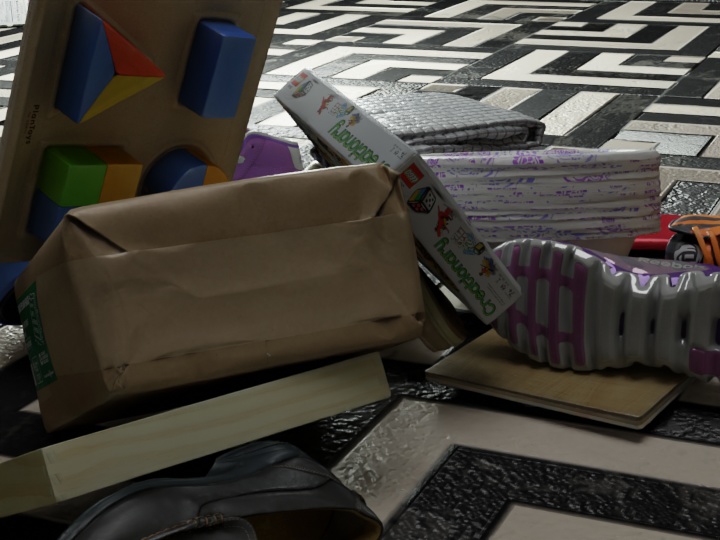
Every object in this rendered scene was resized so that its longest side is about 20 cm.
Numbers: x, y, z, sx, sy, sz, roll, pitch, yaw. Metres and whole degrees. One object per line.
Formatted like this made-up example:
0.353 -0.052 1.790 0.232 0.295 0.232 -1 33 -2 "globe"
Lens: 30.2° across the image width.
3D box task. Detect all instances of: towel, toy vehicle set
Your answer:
0.063 -0.121 1.345 0.200 0.086 0.166 -10 21 -28 "towel"
-0.097 0.089 0.716 0.200 0.027 0.124 -14 -6 -36 "toy vehicle set"

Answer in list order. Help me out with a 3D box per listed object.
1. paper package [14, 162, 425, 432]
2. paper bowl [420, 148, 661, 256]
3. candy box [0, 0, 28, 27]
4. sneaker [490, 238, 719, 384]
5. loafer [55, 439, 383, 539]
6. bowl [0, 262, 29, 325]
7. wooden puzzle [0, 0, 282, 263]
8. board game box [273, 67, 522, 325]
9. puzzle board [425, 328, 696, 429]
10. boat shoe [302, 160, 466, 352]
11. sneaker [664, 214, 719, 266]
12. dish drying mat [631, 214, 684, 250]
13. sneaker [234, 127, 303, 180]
-0.090 0.019 0.772 0.190 0.104 0.200 -9 -7 -24 "paper package"
0.128 -0.040 1.019 0.200 0.105 0.201 -1 5 0 "paper bowl"
-0.755 -0.515 2.632 0.200 0.061 0.136 -6 18 -15 "candy box"
0.178 0.023 0.867 0.200 0.081 0.088 10 14 21 "sneaker"
-0.070 0.132 0.604 0.072 0.073 0.200 16 26 34 "loafer"
-0.185 -0.020 0.958 0.200 0.039 0.201 -28 -9 -5 "bowl"
-0.128 -0.087 0.809 0.046 0.186 0.200 32 25 32 "wooden puzzle"
0.020 -0.054 0.872 0.035 0.126 0.200 -41 31 -1 "board game box"
0.159 0.056 0.903 0.150 0.017 0.200 9 20 33 "puzzle board"
0.000 0.000 0.917 0.065 0.072 0.200 -42 49 0 "boat shoe"
0.283 0.000 0.991 0.112 0.078 0.200 -1 7 15 "sneaker"
0.249 -0.032 1.161 0.200 0.018 0.077 3 19 10 "dish drying mat"
-0.138 -0.072 1.161 0.200 0.115 0.073 -16 25 -34 "sneaker"
